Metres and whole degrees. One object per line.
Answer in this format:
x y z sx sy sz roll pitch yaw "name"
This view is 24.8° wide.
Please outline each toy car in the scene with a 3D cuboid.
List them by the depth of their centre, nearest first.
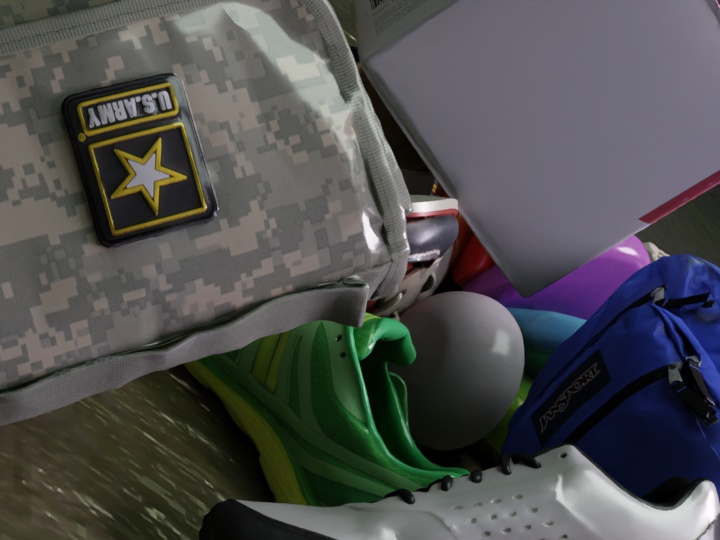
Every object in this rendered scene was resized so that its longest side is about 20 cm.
0.088 0.020 0.900 0.175 0.150 0.200 33 22 -46 "toy car"

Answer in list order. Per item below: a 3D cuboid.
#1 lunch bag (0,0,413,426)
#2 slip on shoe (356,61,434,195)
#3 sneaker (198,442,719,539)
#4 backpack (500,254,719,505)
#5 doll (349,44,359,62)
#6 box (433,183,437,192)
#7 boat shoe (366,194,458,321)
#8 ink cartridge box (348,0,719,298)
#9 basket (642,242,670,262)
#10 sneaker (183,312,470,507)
-0.093 -0.051 0.521 0.200 0.163 0.118 59 -26 30 "lunch bag"
0.005 -0.072 0.846 0.200 0.076 0.061 -55 147 -76 "slip on shoe"
0.041 0.098 0.593 0.199 0.080 0.074 10 -5 -14 "sneaker"
0.153 0.086 0.726 0.168 0.162 0.200 35 21 -32 "backpack"
-0.021 -0.131 1.064 0.199 0.049 0.136 10 18 -29 "doll"
0.046 -0.016 1.078 0.200 0.040 0.137 46 15 -11 "box"
0.000 0.000 0.752 0.071 0.063 0.200 5 -5 -10 "boat shoe"
0.089 -0.117 0.797 0.145 0.145 0.200 52 13 -24 "ink cartridge box"
0.212 0.092 1.099 0.123 0.136 0.200 38 19 -28 "basket"
-0.021 0.036 0.689 0.200 0.084 0.074 53 16 17 "sneaker"
